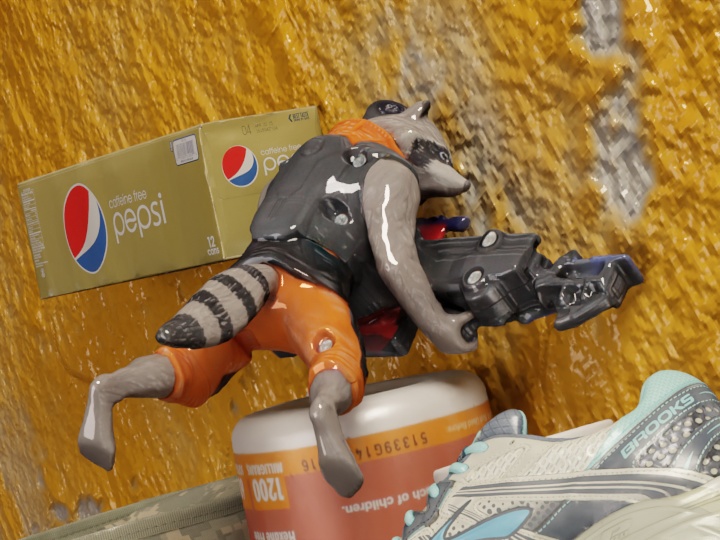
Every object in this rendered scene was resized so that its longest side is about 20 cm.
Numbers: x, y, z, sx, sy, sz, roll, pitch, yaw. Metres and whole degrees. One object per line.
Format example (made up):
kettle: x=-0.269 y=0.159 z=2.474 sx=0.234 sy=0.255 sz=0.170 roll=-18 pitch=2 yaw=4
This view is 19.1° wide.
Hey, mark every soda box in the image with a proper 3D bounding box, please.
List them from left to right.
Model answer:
soda box: x=-0.094 y=-0.031 z=1.053 sx=0.199 sy=0.067 sz=0.065 roll=-9 pitch=92 yaw=56

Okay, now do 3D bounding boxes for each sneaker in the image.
sneaker: x=0.049 y=0.101 z=0.744 sx=0.199 sy=0.078 sz=0.087 roll=-24 pitch=59 yaw=13

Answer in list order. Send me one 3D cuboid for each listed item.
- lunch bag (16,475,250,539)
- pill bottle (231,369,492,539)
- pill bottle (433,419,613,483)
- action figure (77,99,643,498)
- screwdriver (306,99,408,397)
lunch bag: x=-0.077 y=0.185 z=0.976 sx=0.117 sy=0.199 sz=0.165 roll=-15 pitch=88 yaw=56
pill bottle: x=0.017 y=0.150 z=0.904 sx=0.112 sy=0.112 sz=0.202 roll=-11 pitch=90 yaw=56
pill bottle: x=0.089 y=0.163 z=0.808 sx=0.104 sy=0.104 sz=0.201 roll=-26 pitch=79 yaw=56
action figure: x=0.000 y=0.000 z=0.841 sx=0.199 sy=0.194 sz=0.105 roll=-9 pitch=124 yaw=33
screwdriver: x=-0.012 y=0.010 z=0.974 sx=0.028 sy=0.029 sz=0.201 roll=48 pitch=131 yaw=38
